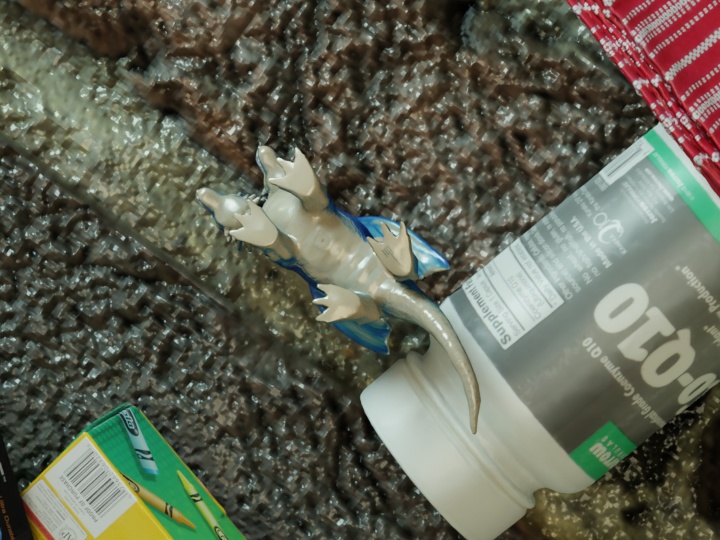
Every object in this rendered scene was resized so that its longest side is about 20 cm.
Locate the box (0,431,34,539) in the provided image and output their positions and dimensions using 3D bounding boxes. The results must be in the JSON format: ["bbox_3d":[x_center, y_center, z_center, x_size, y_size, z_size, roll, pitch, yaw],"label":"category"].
[{"bbox_3d":[-0.247,0.144,1.209,0.200,0.050,0.199,-12,100,29],"label":"box"}]

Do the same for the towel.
[{"bbox_3d":[0.155,-0.140,1.159,0.145,0.022,0.200,-36,86,-35],"label":"towel"}]

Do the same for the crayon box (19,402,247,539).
[{"bbox_3d":[-0.096,0.180,1.212,0.119,0.058,0.200,-42,85,23],"label":"crayon box"}]

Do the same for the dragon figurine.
[{"bbox_3d":[0.000,0.000,1.174,0.200,0.099,0.059,36,91,19],"label":"dragon figurine"}]

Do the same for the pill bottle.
[{"bbox_3d":[0.105,0.032,1.191,0.200,0.113,0.113,-40,95,7],"label":"pill bottle"}]
